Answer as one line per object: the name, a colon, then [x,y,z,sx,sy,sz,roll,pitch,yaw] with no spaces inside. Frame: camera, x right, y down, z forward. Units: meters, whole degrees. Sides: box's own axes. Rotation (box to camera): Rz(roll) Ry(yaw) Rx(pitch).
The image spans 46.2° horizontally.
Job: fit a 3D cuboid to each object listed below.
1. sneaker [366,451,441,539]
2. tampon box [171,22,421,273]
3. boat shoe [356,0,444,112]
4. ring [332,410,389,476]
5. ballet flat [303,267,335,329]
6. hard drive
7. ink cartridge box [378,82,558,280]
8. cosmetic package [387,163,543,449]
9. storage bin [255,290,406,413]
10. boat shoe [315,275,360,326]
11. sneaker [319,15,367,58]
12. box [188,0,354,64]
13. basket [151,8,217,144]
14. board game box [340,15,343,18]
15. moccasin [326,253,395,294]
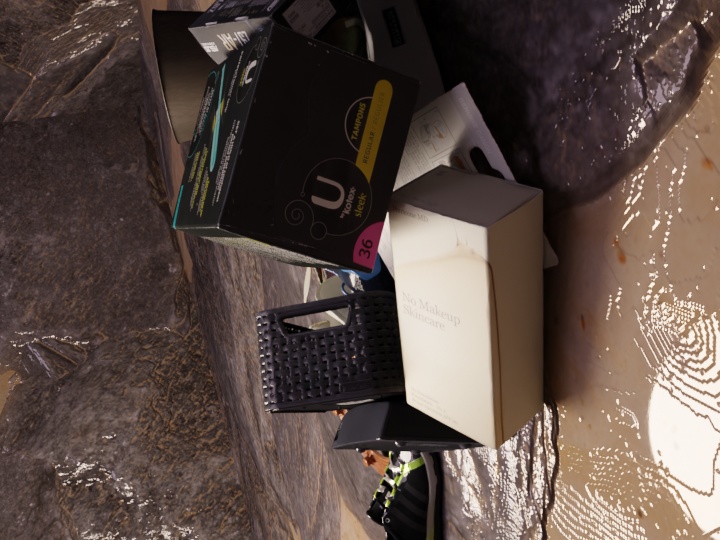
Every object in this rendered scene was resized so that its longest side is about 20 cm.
sneaker: [0.047,0.271,0.995,0.072,0.082,0.203,-153,55,-67]
tampon box: [-0.061,-0.088,0.685,0.200,0.125,0.152,7,82,68]
boat shoe: [0.037,-0.201,0.801,0.070,0.070,0.203,-25,-81,-79]
ring: [0.004,0.190,1.110,0.200,0.019,0.202,45,149,37]
ballet flat: [-0.042,0.050,1.161,0.069,0.070,0.203,176,84,-71]
hard drive: [0.050,0.162,0.855,0.200,0.133,0.043,136,137,-70]
ink cartridge box: [0.074,-0.061,0.727,0.199,0.050,0.162,-22,100,53]
cosmetic package: [0.087,0.029,0.673,0.103,0.073,0.202,21,130,41]
storage bin: [-0.007,0.087,0.840,0.200,0.134,0.095,24,-123,-70]
boat shoe: [0.012,0.076,1.020,0.202,0.072,0.061,44,163,50]
sneaker: [-0.012,-0.200,0.844,0.200,0.066,0.091,-56,-54,-70]
box: [-0.042,-0.265,0.737,0.160,0.201,0.044,15,151,54]
basket: [-0.148,-0.254,1.071,0.181,0.197,0.137,90,171,-52]
board game box: [-0.053,-0.255,0.914,0.201,0.032,0.121,-68,-19,-51]
moccasin: [0.000,0.000,0.957,0.069,0.080,0.200,59,-174,-15]
